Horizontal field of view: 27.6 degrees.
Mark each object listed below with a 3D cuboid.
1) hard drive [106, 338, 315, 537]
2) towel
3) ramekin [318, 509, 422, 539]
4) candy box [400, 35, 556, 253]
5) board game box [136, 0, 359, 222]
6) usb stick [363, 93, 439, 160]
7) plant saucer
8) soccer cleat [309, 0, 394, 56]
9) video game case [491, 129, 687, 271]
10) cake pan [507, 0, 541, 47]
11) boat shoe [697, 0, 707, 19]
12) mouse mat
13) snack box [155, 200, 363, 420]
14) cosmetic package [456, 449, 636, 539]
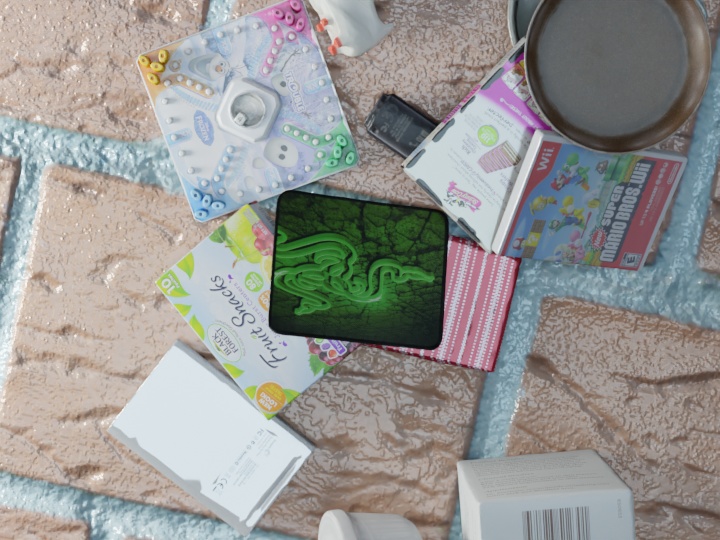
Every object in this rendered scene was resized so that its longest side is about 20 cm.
[{"bbox_3d":[-0.169,0.191,1.669,0.200,0.026,0.132,38,93,-3],"label":"hard drive"},{"bbox_3d":[0.071,0.026,1.661,0.199,0.022,0.145,13,95,-2],"label":"towel"},{"bbox_3d":[0.018,0.358,1.608,0.094,0.202,0.203,-4,95,-14],"label":"ramekin"},{"bbox_3d":[0.160,-0.137,1.593,0.136,0.061,0.200,44,94,-7],"label":"candy box"},{"bbox_3d":[-0.126,-0.179,1.638,0.199,0.026,0.201,-20,95,1],"label":"board game box"},{"bbox_3d":[0.096,-0.125,1.643,0.200,0.033,0.056,34,96,-4],"label":"usb stick"},{"bbox_3d":[0.265,-0.222,1.528,0.199,0.032,0.201,-1,96,-6],"label":"plant saucer"},{"bbox_3d":[-0.036,-0.331,1.611,0.077,0.069,0.201,-29,95,-15],"label":"soccer cleat"},{"bbox_3d":[0.250,-0.073,1.591,0.199,0.017,0.143,6,116,-29],"label":"video game case"},{"bbox_3d":[0.261,-0.283,1.628,0.199,0.037,0.201,0,95,-1],"label":"cake pan"},{"bbox_3d":[0.286,-0.315,1.571,0.200,0.072,0.070,30,94,-3],"label":"boat shoe"},{"bbox_3d":[0.000,0.000,1.610,0.199,0.008,0.162,6,78,-13],"label":"mouse mat"},{"bbox_3d":[-0.110,0.044,1.632,0.142,0.053,0.200,-40,91,12],"label":"snack box"},{"bbox_3d":[0.201,0.300,1.596,0.167,0.200,0.167,-5,96,-1],"label":"cosmetic package"}]
